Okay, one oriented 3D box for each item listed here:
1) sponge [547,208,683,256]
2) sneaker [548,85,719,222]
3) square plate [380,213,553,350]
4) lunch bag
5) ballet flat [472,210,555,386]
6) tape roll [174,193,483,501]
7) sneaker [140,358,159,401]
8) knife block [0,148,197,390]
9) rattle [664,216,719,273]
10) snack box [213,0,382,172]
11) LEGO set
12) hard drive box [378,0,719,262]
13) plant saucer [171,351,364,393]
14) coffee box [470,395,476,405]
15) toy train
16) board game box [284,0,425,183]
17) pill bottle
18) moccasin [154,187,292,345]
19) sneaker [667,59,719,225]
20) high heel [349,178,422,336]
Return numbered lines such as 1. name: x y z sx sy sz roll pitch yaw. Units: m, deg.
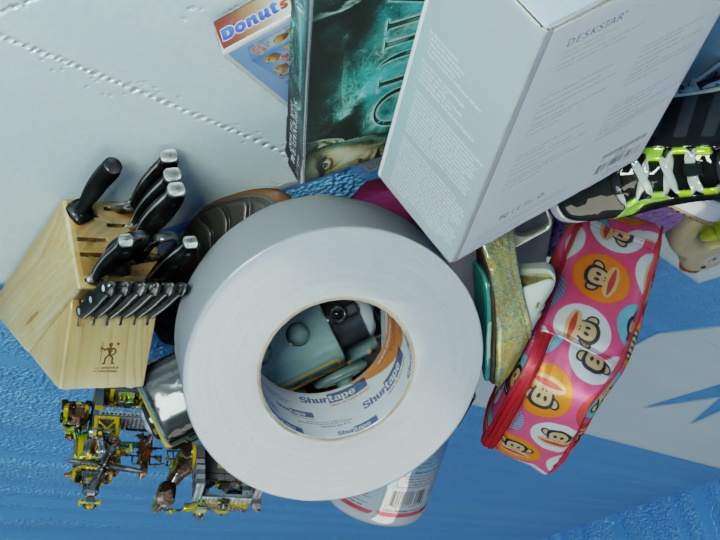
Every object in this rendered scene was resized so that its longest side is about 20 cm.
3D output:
1. sponge: 0.242 -0.067 0.997 0.111 0.030 0.200 -2 156 -27
2. sneaker: 0.213 -0.078 0.755 0.200 0.072 0.083 -20 -158 -2
3. square plate: 0.080 0.024 0.957 0.198 0.028 0.200 -38 149 -28
4. lunch bag: 0.167 0.059 0.962 0.082 0.200 0.176 24 148 7
5. ballet flat: 0.105 -0.013 0.844 0.071 0.200 0.071 -10 -164 3
6. tape roll: -0.022 0.053 0.802 0.200 0.066 0.201 -6 114 -13
7. sneaker: -0.148 0.126 1.112 0.200 0.082 0.077 3 -175 -38
8. knife block: -0.183 -0.015 0.828 0.064 0.176 0.200 3 -163 -35
9. rattle: 0.352 -0.001 1.091 0.130 0.143 0.200 -28 156 -17
10. snack box: -0.007 -0.115 0.727 0.072 0.024 0.200 -23 157 17
11. LEGO set: -0.165 0.179 1.037 0.200 0.116 0.154 11 139 -21
12. hard drive box: 0.106 -0.114 0.640 0.156 0.077 0.200 -29 158 -25
13. plant saucer: -0.079 0.092 1.034 0.200 0.032 0.200 9 -163 -3
14. coffee box: 0.010 0.135 1.265 0.200 0.080 0.113 -11 157 -10
15. toy train: -0.075 0.071 0.895 0.200 0.085 0.114 -25 171 -4
16. board game box: 0.026 -0.130 0.654 0.135 0.028 0.200 -20 155 -15
17. pill bottle: 0.037 0.133 1.138 0.109 0.109 0.200 2 115 -36
18. moccasin: -0.092 -0.002 0.885 0.078 0.074 0.201 -17 159 -35
19. sneaker: 0.208 -0.110 0.825 0.200 0.070 0.109 19 124 -30
20. high heel: 0.000 0.000 0.939 0.096 0.067 0.200 -14 155 -30
